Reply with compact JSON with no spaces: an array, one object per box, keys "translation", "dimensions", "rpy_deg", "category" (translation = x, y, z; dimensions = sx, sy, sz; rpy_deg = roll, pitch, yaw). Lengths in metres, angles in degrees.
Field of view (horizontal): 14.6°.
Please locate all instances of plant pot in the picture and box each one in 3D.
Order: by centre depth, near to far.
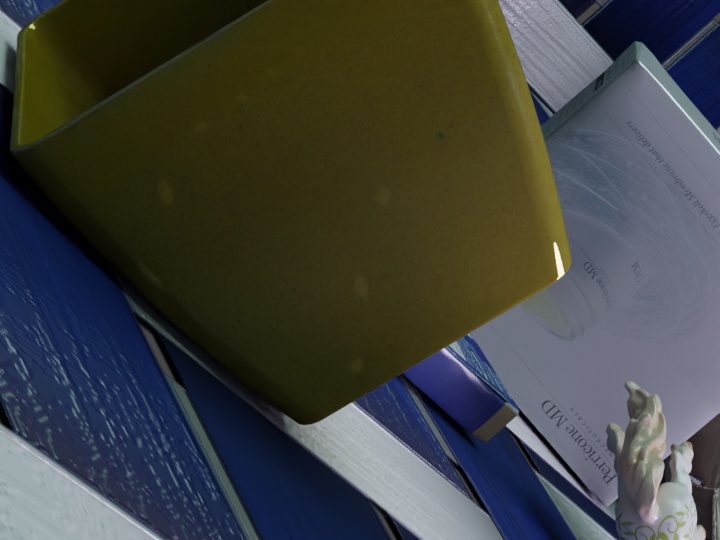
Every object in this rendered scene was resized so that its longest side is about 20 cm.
[{"translation":[-0.018,-0.056,1.193],"dimensions":[0.177,0.199,0.200],"rpy_deg":[59,5,-20],"category":"plant pot"}]

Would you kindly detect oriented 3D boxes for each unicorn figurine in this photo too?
[{"translation":[0.178,0.169,1.527],"dimensions":[0.200,0.074,0.138],"rpy_deg":[53,15,-25],"category":"unicorn figurine"}]

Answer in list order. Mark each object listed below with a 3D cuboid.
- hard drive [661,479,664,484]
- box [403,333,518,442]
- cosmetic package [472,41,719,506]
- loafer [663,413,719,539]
[{"translation":[0.166,0.095,1.902],"dimensions":[0.200,0.038,0.140],"rpy_deg":[48,9,-6],"category":"hard drive"},{"translation":[0.000,0.000,1.498],"dimensions":[0.200,0.032,0.121],"rpy_deg":[44,10,-38],"category":"box"},{"translation":[0.162,0.001,1.749],"dimensions":[0.200,0.200,0.123],"rpy_deg":[48,11,-3],"category":"cosmetic package"},{"translation":[0.234,0.155,1.765],"dimensions":[0.073,0.071,0.201],"rpy_deg":[40,30,-40],"category":"loafer"}]
